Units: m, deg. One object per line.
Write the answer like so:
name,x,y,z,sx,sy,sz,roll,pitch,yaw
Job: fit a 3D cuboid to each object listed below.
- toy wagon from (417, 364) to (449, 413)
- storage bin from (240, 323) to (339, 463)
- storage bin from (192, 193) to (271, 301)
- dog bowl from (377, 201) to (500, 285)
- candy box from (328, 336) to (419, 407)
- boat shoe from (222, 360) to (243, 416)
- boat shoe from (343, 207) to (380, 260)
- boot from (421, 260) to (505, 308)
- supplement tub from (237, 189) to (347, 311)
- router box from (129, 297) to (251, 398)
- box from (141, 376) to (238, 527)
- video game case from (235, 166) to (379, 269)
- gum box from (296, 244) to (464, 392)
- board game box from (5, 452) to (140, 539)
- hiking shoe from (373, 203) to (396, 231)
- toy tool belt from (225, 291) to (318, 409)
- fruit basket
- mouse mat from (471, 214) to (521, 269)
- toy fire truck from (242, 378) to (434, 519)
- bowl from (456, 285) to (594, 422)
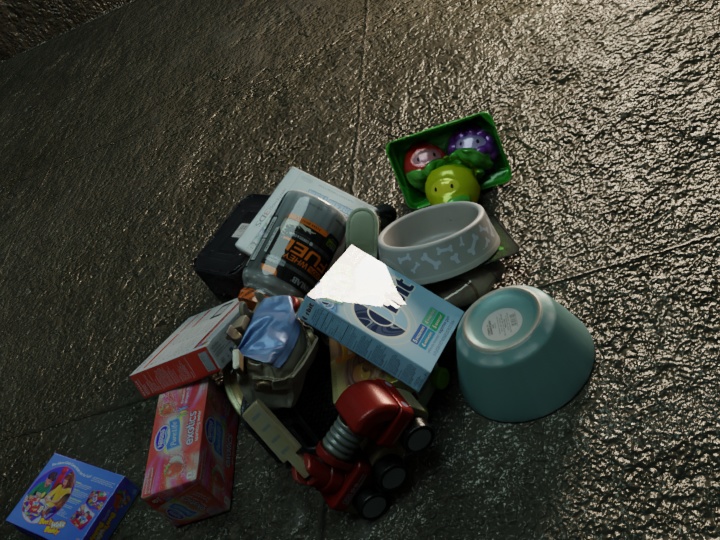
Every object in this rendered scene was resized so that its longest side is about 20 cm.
toy wagon,0.060,0.159,1.317,0.155,0.040,0.200,9,53,41
storage bin,-0.095,0.173,1.329,0.093,0.135,0.200,-15,41,22
storage bin,-0.204,-0.042,1.665,0.135,0.094,0.200,8,55,41
dog bowl,0.117,-0.048,1.390,0.199,0.059,0.200,-16,21,6
candy box,0.015,0.120,1.310,0.115,0.055,0.200,-20,38,11
boat shoe,-0.183,0.167,1.450,0.066,0.074,0.200,-32,37,10
boat shoe,0.000,0.000,1.442,0.071,0.061,0.202,9,89,10
boot,0.134,0.011,1.412,0.146,0.070,0.200,-33,31,-15
supplement tub,-0.113,-0.019,1.433,0.122,0.123,0.200,12,70,42
router box,-0.262,0.120,1.476,0.179,0.049,0.200,-22,17,31
box,-0.262,0.279,1.366,0.102,0.095,0.200,-21,39,17
video game case,-0.095,-0.072,1.537,0.200,0.024,0.182,29,76,28
gum box,0.032,0.063,1.256,0.200,0.045,0.170,31,35,5
board game box,-0.473,0.385,1.441,0.199,0.045,0.135,5,51,38
hiking shoe,0.022,-0.025,1.527,0.100,0.076,0.200,20,71,37
toy tool belt,-0.125,0.089,1.229,0.124,0.123,0.200,-12,42,24
fruit basket,0.155,-0.176,1.536,0.215,0.156,0.216,-21,20,8
mouse mat,0.161,-0.039,1.418,0.160,0.008,0.200,-19,22,1
toy fire truck,-0.035,0.215,1.162,0.176,0.200,0.129,-57,38,12
bowl,0.213,0.098,1.221,0.200,0.105,0.201,-19,39,16
